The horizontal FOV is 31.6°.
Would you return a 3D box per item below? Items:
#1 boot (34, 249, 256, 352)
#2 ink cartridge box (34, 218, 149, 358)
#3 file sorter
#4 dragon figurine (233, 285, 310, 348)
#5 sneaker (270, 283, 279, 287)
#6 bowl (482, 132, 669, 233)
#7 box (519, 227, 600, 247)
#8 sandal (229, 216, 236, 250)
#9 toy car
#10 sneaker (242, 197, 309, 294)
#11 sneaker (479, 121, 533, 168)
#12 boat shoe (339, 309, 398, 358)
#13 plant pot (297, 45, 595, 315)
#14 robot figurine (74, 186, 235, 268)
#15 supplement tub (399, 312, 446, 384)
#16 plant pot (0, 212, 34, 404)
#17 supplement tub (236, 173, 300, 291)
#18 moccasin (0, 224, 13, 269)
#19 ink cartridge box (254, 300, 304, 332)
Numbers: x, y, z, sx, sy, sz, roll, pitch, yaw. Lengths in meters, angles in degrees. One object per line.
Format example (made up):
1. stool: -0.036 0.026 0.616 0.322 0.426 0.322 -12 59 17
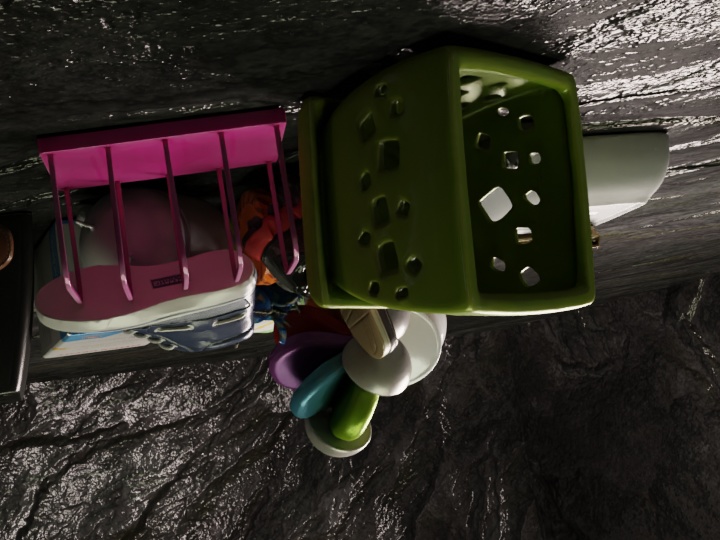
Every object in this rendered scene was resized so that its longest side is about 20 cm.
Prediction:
1. boot: -0.192 0.044 1.168 0.199 0.073 0.091 -8 136 -10
2. ink cartridge box: -0.291 0.021 1.429 0.128 0.126 0.200 -6 172 -25
3. file sorter: -0.158 -0.048 1.082 0.199 0.126 0.139 -8 173 -8
4. dragon figurine: -0.097 0.039 1.334 0.099 0.059 0.200 19 -172 -13
5. sneaker: -0.099 -0.016 1.503 0.080 0.087 0.200 27 -157 10
6. bowl: 0.233 -0.093 1.439 0.199 0.075 0.200 -5 170 -23
7. box: 0.198 -0.053 1.583 0.163 0.021 0.200 -6 -166 0
8. sandal: -0.141 -0.032 1.428 0.199 0.080 0.087 -12 176 26
9. toy car: -0.034 0.104 1.485 0.149 0.200 0.175 18 131 -17
10. sneaker: -0.008 -0.051 1.186 0.200 0.098 0.071 -36 168 2
11. sneaker: 0.101 -0.079 1.248 0.199 0.105 0.060 -9 172 -4
12. boat shoe: 0.000 0.000 1.407 0.065 0.201 0.072 -17 157 -25
13. plant pot: 0.061 -0.060 1.033 0.181 0.201 0.199 -6 177 38
14. robot figurine: -0.201 -0.023 1.264 0.169 0.113 0.200 21 -175 22
15. supplement tub: 0.038 0.050 1.686 0.144 0.146 0.200 -10 -152 2
16. plant pot: -0.432 0.055 1.323 0.199 0.178 0.199 -6 171 -15
17. supplement tub: -0.019 -0.042 1.309 0.199 0.123 0.122 -6 172 -23
18. moccasin: -0.429 -0.020 1.194 0.200 0.074 0.078 3 177 -18
19. ink cartridge box: -0.146 0.015 1.594 0.067 0.118 0.200 -13 172 23
